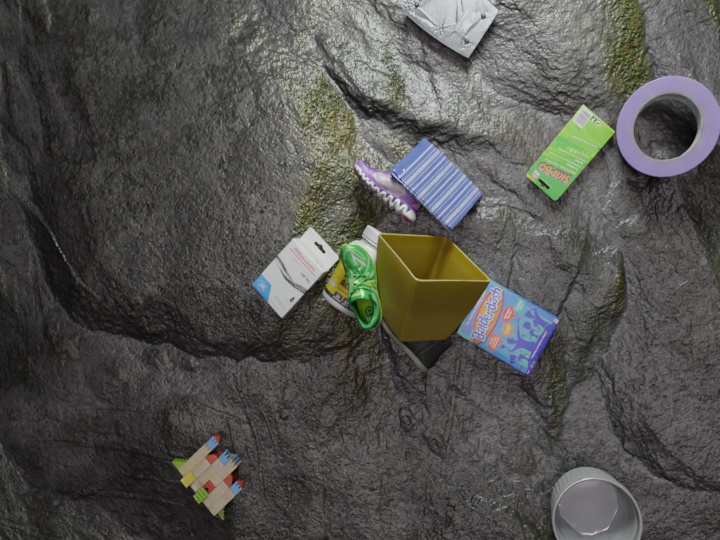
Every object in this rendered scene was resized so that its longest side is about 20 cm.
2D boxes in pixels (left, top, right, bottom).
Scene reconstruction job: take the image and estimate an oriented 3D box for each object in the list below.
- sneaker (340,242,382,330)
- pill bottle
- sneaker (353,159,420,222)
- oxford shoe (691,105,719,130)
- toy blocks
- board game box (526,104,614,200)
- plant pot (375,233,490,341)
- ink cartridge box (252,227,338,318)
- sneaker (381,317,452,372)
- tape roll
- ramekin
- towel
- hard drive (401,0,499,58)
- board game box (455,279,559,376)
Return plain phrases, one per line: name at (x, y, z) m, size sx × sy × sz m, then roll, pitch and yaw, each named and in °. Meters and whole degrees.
sneaker at (0.004, 0.036, 1.260) m, size 0.072 × 0.084 × 0.206 m, roll -16°, pitch 95°, yaw 12°
pill bottle at (0.000, 0.000, 1.356) m, size 0.110 × 0.111 × 0.203 m, roll 31°, pitch 98°, yaw 6°
sneaker at (0.073, -0.207, 1.352) m, size 0.198 × 0.080 × 0.089 m, roll 38°, pitch 92°, yaw 0°
oxford shoe at (0.825, -0.348, 1.226) m, size 0.194 × 0.071 × 0.077 m, roll -3°, pitch 62°, yaw 15°
toy blocks at (-0.373, 0.526, 1.472) m, size 0.136 × 0.100 × 0.201 m, roll -41°, pitch 86°, yaw -2°
board game box at (0.480, -0.268, 1.299) m, size 0.095 × 0.030 × 0.201 m, roll 40°, pitch 96°, yaw 6°
plant pot at (0.140, 0.047, 1.274) m, size 0.195 × 0.201 × 0.181 m, roll 1°, pitch 120°, yaw -27°
ink cartridge box at (-0.161, 0.003, 1.405) m, size 0.116 × 0.068 × 0.200 m, roll 44°, pitch 99°, yaw 4°
sneaker at (0.128, 0.138, 1.369) m, size 0.106 × 0.075 × 0.200 m, roll -43°, pitch 95°, yaw 5°
tape roll at (0.656, -0.304, 1.211) m, size 0.194 × 0.084 × 0.207 m, roll 4°, pitch 98°, yaw 25°
ramekin at (0.535, 0.559, 1.304) m, size 0.194 × 0.105 × 0.207 m, roll 1°, pitch 94°, yaw 10°
towel at (0.178, -0.204, 1.328) m, size 0.200 × 0.024 × 0.145 m, roll 44°, pitch 66°, yaw 3°
hard drive at (0.208, -0.601, 1.315) m, size 0.198 × 0.042 × 0.136 m, roll 37°, pitch 98°, yaw 6°
board game box at (0.347, 0.130, 1.338) m, size 0.196 × 0.045 × 0.155 m, roll 29°, pitch 98°, yaw 8°
